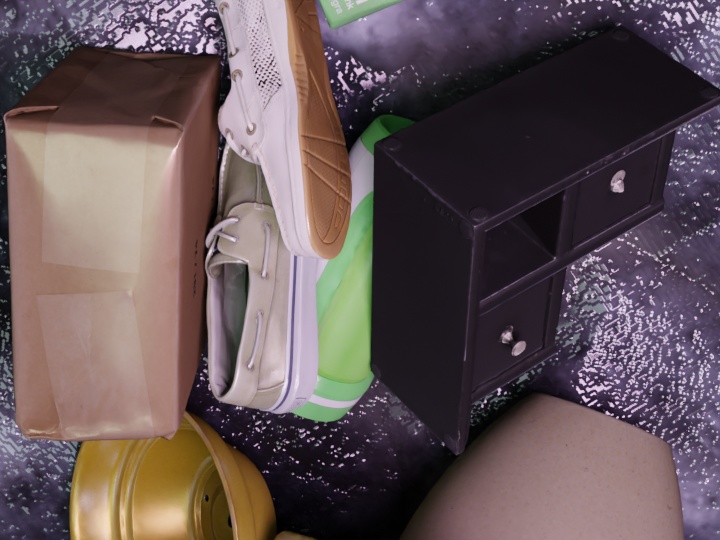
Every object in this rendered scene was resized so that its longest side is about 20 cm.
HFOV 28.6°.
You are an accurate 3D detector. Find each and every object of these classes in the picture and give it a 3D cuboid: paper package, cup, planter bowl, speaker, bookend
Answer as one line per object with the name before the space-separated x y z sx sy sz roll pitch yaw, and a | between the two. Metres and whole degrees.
paper package | -0.150 -0.024 0.888 0.103 0.191 0.200 3 112 0
cup | 0.138 0.166 0.956 0.200 0.200 0.143 22 84 -4
planter bowl | -0.119 0.183 1.001 0.200 0.083 0.201 1 91 46
speaker | 0.000 0.000 0.943 0.088 0.088 0.200 25 110 -6
bookend | 0.111 -0.019 0.888 0.199 0.092 0.200 -27 141 -26

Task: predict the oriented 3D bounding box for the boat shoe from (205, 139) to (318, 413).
boat shoe | -0.067 -0.009 0.907 0.072 0.062 0.200 -22 69 43

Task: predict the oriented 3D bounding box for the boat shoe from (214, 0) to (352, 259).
boat shoe | -0.054 -0.095 0.886 0.069 0.071 0.200 -16 69 19

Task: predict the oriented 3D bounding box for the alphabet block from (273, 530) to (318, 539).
alphabet block | 0.022 0.298 0.869 0.195 0.196 0.200 34 72 -27

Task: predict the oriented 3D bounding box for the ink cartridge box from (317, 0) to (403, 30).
ink cartridge box | 0.063 -0.227 0.819 0.200 0.147 0.083 -20 110 12
